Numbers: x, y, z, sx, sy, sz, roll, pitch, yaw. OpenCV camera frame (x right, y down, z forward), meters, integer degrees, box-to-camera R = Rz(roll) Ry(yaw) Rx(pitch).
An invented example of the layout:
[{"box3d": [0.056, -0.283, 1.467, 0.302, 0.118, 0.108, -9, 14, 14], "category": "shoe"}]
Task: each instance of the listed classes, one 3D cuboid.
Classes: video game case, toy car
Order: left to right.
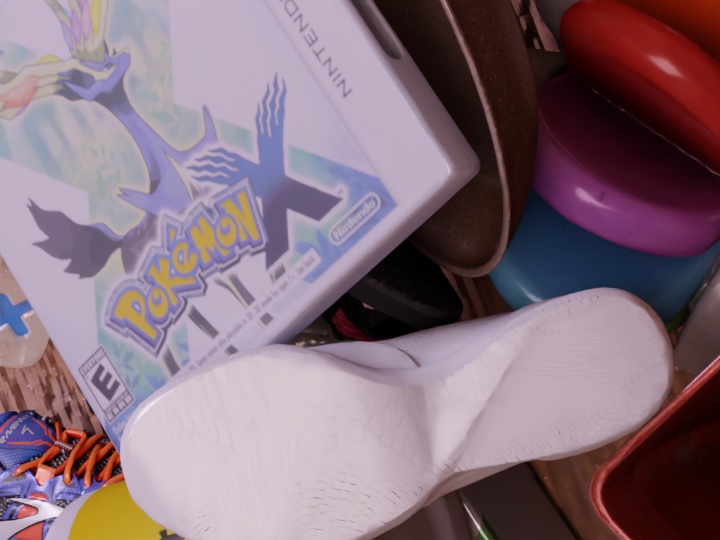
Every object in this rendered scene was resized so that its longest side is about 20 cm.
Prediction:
[{"box3d": [-0.071, -0.053, 0.787, 0.200, 0.022, 0.183, -42, 74, 35], "category": "video game case"}, {"box3d": [0.116, -0.053, 0.835, 0.175, 0.150, 0.200, 35, 111, 13], "category": "toy car"}]

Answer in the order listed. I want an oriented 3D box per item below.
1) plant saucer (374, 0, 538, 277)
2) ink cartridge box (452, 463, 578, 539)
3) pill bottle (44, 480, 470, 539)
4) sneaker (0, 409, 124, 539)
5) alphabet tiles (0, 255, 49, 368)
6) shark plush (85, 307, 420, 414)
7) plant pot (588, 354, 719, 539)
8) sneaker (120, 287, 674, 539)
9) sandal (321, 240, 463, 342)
[{"box3d": [0.011, -0.094, 0.781, 0.037, 0.200, 0.201, -30, 87, -16], "category": "plant saucer"}, {"box3d": [-0.005, 0.156, 0.960, 0.200, 0.084, 0.146, -38, 83, 23], "category": "ink cartridge box"}, {"box3d": [-0.062, 0.134, 0.874, 0.200, 0.111, 0.112, -19, 92, 25], "category": "pill bottle"}, {"box3d": [-0.145, 0.102, 0.997, 0.200, 0.075, 0.079, -15, 109, 31], "category": "sneaker"}, {"box3d": [-0.169, -0.045, 0.900, 0.199, 0.015, 0.196, 12, 123, -16], "category": "alphabet tiles"}, {"box3d": [-0.062, 0.052, 0.951, 0.200, 0.083, 0.091, -31, 63, 44], "category": "shark plush"}, {"box3d": [0.240, 0.069, 0.792, 0.200, 0.176, 0.200, 47, 114, 8], "category": "plant pot"}, {"box3d": [0.013, 0.054, 0.783, 0.199, 0.088, 0.075, -12, 92, 0], "category": "sneaker"}, {"box3d": [0.000, 0.000, 0.868, 0.075, 0.200, 0.045, 43, 96, -4], "category": "sandal"}]
